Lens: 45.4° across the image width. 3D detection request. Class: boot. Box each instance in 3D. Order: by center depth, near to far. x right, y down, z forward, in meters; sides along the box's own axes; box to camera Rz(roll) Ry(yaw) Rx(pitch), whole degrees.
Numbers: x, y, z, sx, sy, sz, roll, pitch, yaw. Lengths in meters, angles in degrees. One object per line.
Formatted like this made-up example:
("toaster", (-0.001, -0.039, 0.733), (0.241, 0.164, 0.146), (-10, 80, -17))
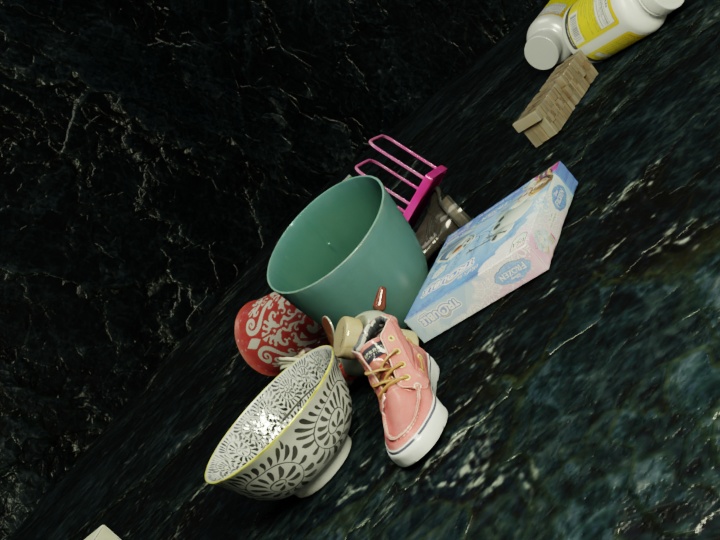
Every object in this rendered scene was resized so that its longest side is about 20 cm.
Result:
("boot", (0.087, -0.042, 1.336), (0.174, 0.069, 0.200), (-46, 8, 6))

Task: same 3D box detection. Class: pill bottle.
("pill bottle", (0.430, -0.425, 1.409), (0.111, 0.111, 0.200), (-48, 12, -22))
("pill bottle", (0.408, -0.495, 1.778), (0.104, 0.104, 0.200), (-30, 18, 50))

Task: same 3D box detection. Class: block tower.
("block tower", (0.322, -0.281, 1.411), (0.054, 0.058, 0.200), (-29, 16, 52))

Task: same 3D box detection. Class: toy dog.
("toy dog", (-0.003, 0.083, 1.070), (0.199, 0.131, 0.098), (-18, 55, 49))

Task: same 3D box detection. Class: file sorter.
("file sorter", (0.031, -0.105, 1.411), (0.201, 0.125, 0.139), (-60, -6, 19))

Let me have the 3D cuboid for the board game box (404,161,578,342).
("board game box", (0.161, -0.024, 1.054), (0.199, 0.043, 0.200), (-36, 15, 38))

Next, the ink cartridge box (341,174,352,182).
("ink cartridge box", (-0.070, -0.154, 2.297), (0.200, 0.084, 0.146), (-43, 10, 2))

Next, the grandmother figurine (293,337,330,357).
("grandmother figurine", (-0.053, 0.130, 1.238), (0.120, 0.061, 0.200), (10, 46, 42))

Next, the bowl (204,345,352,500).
("bowl", (-0.071, 0.188, 0.961), (0.201, 0.094, 0.201), (-43, 11, 10))

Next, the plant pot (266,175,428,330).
("plant pot", (0.000, 0.000, 1.166), (0.199, 0.161, 0.202), (-32, 31, 22))

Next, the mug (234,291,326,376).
("mug", (-0.089, 0.065, 1.419), (0.199, 0.134, 0.178), (-29, 19, 42))

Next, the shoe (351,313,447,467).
("shoe", (0.032, 0.114, 0.871), (0.071, 0.091, 0.200), (-40, 11, 15))

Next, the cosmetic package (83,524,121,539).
("cosmetic package", (-0.375, 0.435, 1.128), (0.200, 0.104, 0.073), (-41, 11, 19))
